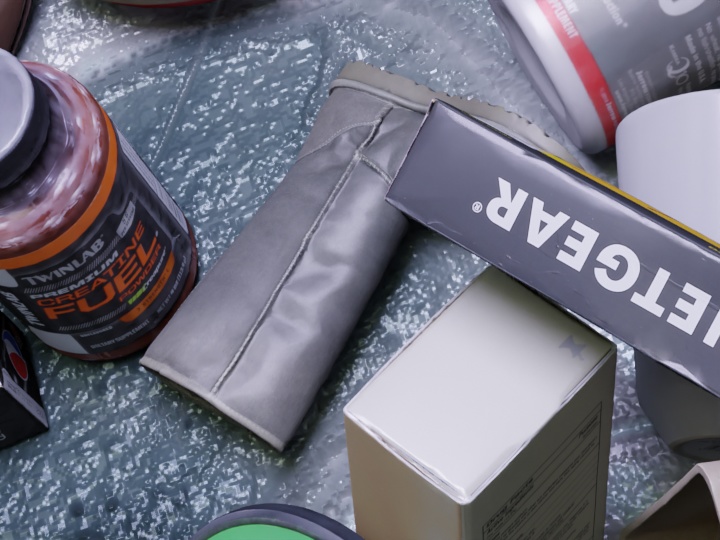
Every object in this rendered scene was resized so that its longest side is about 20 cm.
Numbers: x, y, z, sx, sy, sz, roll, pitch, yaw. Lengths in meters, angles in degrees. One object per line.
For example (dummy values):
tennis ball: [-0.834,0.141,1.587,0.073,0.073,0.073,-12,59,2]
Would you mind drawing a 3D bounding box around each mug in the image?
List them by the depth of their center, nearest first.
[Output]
mug: [0.206,0.010,1.006,0.185,0.149,0.154,-1,74,23]

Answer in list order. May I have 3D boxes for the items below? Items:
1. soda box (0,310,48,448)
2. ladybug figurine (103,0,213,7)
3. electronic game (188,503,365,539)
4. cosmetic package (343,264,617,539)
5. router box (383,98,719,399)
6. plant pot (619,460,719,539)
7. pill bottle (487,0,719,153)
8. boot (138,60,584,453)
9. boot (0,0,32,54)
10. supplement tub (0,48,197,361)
soda box: [-0.272,0.083,1.147,0.199,0.071,0.064,-23,63,5]
ladybug figurine: [-0.089,-0.206,1.223,0.198,0.072,0.137,-8,64,13]
electronic game: [-0.023,0.203,0.978,0.199,0.041,0.202,15,112,41]
cosmetic package: [0.054,0.102,0.962,0.071,0.201,0.105,35,61,26]
router box: [0.125,0.006,0.890,0.199,0.149,0.051,31,97,24]
plant pot: [0.231,0.172,0.889,0.176,0.200,0.201,-12,76,-6]
pill bottle: [0.172,-0.157,1.102,0.199,0.114,0.114,-31,62,1]
boot: [0.002,0.002,1.105,0.181,0.073,0.201,20,66,37]
boot: [-0.232,-0.107,1.151,0.064,0.200,0.187,32,86,-8]
supplement tub: [-0.160,-0.035,1.095,0.106,0.200,0.108,-6,65,14]
